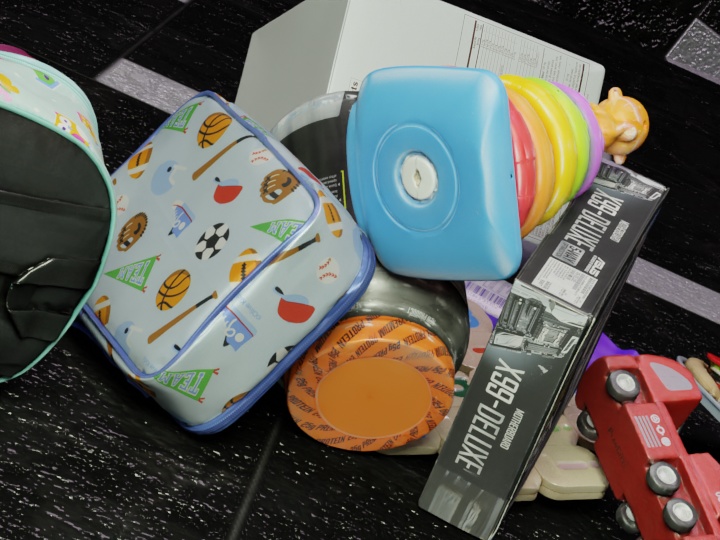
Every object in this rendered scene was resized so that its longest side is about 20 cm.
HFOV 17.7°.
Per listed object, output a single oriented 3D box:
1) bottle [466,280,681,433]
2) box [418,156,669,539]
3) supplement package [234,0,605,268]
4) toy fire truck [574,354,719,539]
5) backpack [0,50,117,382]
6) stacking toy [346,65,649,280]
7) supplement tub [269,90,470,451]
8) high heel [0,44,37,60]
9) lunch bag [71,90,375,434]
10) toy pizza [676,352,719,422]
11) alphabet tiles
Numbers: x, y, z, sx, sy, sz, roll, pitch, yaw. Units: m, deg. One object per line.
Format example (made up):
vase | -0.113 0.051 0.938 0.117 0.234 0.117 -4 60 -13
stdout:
bottle | 0.127 0.061 1.561 0.199 0.065 0.084 27 20 9
box | 0.107 0.041 1.337 0.050 0.158 0.200 26 28 8
supplement package | 0.030 -0.093 1.637 0.199 0.148 0.191 19 -16 -22
toy fire truck | 0.221 0.136 1.363 0.141 0.049 0.200 -1 52 -28
backpack | -0.226 -0.043 1.158 0.199 0.176 0.153 23 18 -19
stacking toy | 0.096 -0.070 1.297 0.109 0.117 0.200 4 16 43
supplement tub | 0.000 0.000 1.365 0.122 0.123 0.200 18 42 -21
high heel | -0.284 -0.142 1.576 0.200 0.067 0.096 16 36 -44
lunch bag | -0.090 -0.005 1.293 0.076 0.160 0.200 43 1 -35
toy pizza | 0.296 0.120 1.574 0.200 0.032 0.200 40 8 -6
alphabet tiles | 0.070 0.077 1.434 0.195 0.015 0.200 0 33 -29
